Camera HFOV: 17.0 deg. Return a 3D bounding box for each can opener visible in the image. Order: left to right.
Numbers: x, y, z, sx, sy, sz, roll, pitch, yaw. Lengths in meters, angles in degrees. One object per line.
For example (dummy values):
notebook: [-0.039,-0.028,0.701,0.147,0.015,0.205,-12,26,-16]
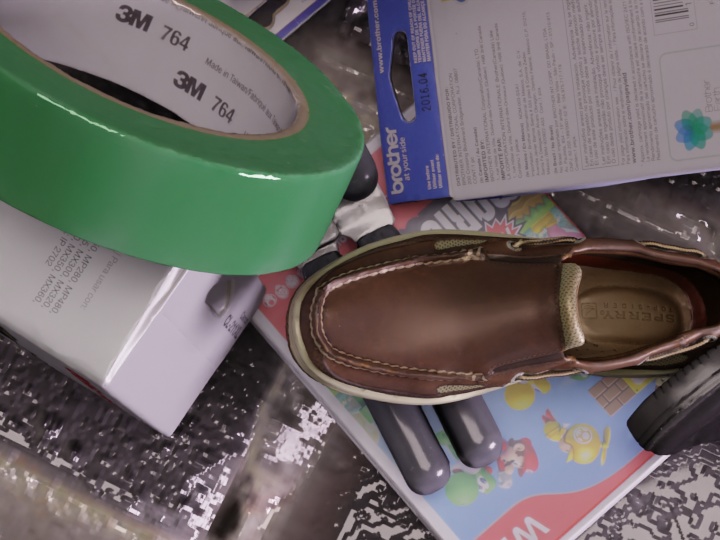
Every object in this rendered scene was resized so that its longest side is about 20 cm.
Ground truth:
can opener: [0.000,0.000,1.066,0.053,0.067,0.201,-26,78,-4]

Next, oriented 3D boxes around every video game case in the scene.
video game case: [0.050,0.031,1.102,0.143,0.017,0.200,-40,80,-8]

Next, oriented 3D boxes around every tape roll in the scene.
tape roll: [-0.097,-0.072,0.976,0.200,0.200,0.048,28,112,7]

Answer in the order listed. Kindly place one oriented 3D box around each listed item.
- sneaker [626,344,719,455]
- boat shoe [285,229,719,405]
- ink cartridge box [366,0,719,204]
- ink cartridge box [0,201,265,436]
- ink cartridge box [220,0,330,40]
sneaker: [0.224,0.062,1.063,0.199,0.060,0.104,-25,75,-19]
boat shoe: [0.071,0.013,1.025,0.202,0.075,0.075,-5,82,-23]
ink cartridge box: [0.099,-0.096,1.059,0.199,0.042,0.120,-7,91,28]
ink cartridge box: [-0.153,-0.021,1.043,0.200,0.146,0.083,31,83,13]
ink cartridge box: [-0.099,-0.174,1.141,0.099,0.039,0.200,-39,78,-7]
